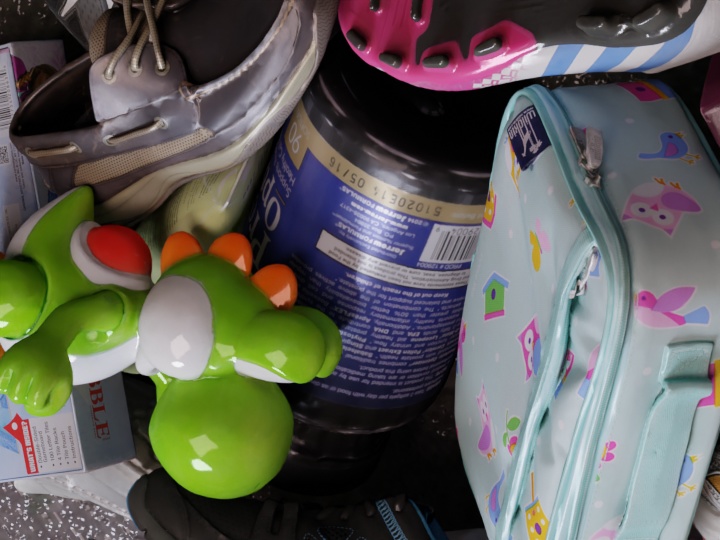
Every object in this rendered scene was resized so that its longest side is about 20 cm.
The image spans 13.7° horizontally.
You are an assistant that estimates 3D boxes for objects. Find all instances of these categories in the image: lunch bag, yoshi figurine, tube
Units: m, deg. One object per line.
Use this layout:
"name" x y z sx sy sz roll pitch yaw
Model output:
"lunch bag" 0.094 0.031 1.203 0.077 0.161 0.201 0 127 -12
"yoshi figurine" -0.105 0.044 1.292 0.199 0.113 0.112 9 134 24
"tube" -0.077 -0.014 1.359 0.058 0.052 0.200 68 152 19

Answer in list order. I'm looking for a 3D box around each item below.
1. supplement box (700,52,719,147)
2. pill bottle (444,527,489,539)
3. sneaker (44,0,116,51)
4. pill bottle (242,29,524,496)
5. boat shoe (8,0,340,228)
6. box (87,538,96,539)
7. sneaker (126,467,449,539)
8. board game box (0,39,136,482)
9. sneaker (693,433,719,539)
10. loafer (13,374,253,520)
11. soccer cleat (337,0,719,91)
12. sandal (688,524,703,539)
"supplement box" 0.240 -0.022 1.186 0.131 0.103 0.201 -28 102 20
"pill bottle" -0.020 0.180 1.439 0.199 0.112 0.113 -13 110 32
"sneaker" -0.099 -0.163 1.309 0.090 0.066 0.200 37 140 11
"pill bottle" 0.000 0.000 1.331 0.112 0.112 0.201 30 125 9
"boat shoe" -0.084 -0.081 1.279 0.073 0.075 0.200 27 138 -26
"box" -0.069 0.255 1.320 0.198 0.123 0.201 21 139 41
"sneaker" -0.008 0.128 1.336 0.199 0.073 0.082 26 95 7
"board game box" -0.208 0.006 1.433 0.199 0.041 0.201 -9 91 36
"sneaker" 0.176 0.077 1.181 0.078 0.200 0.082 -25 113 -10
"loafer" -0.141 0.082 1.475 0.200 0.070 0.070 33 120 19
"soccer cleat" 0.080 -0.102 1.198 0.199 0.086 0.070 2 83 44
"sandal" 0.183 0.040 1.299 0.079 0.059 0.207 36 105 -4
